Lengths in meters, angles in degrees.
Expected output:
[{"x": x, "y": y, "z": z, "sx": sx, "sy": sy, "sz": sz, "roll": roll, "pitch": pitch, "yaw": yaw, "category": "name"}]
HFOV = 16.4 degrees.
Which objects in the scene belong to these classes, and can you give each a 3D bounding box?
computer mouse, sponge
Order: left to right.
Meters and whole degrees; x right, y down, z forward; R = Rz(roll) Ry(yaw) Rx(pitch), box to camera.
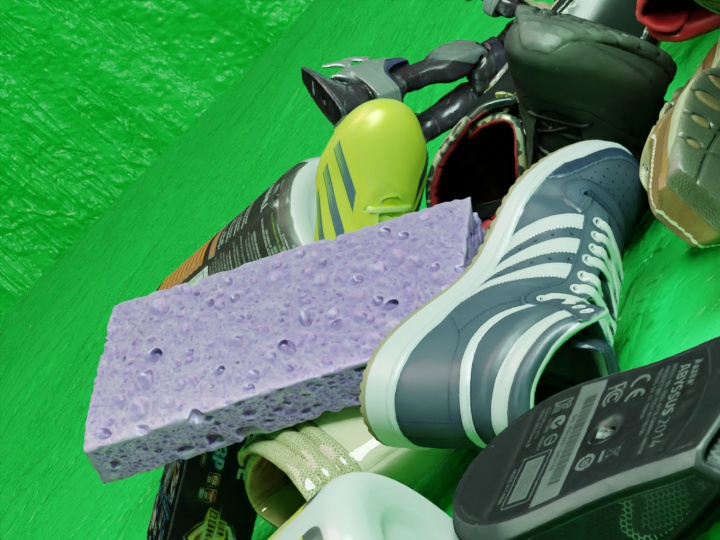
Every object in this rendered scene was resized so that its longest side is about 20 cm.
[{"x": -0.036, "y": 0.033, "z": 1.218, "sx": 0.200, "sy": 0.030, "sz": 0.112, "roll": -17, "pitch": 34, "yaw": 16, "category": "sponge"}, {"x": 0.119, "y": 0.076, "z": 0.931, "sx": 0.200, "sy": 0.053, "sz": 0.139, "roll": -22, "pitch": 27, "yaw": 44, "category": "computer mouse"}]

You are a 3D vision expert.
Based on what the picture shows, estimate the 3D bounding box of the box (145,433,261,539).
[{"x": -0.083, "y": 0.117, "z": 1.362, "sx": 0.200, "sy": 0.046, "sz": 0.159, "roll": -164, "pitch": 88, "yaw": -84, "category": "box"}]

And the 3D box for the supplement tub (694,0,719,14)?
[{"x": 0.181, "y": -0.204, "z": 1.195, "sx": 0.145, "sy": 0.145, "sz": 0.200, "roll": -45, "pitch": -20, "yaw": 13, "category": "supplement tub"}]

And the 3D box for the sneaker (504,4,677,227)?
[{"x": 0.115, "y": -0.065, "z": 1.232, "sx": 0.091, "sy": 0.076, "sz": 0.200, "roll": -66, "pitch": -28, "yaw": -9, "category": "sneaker"}]

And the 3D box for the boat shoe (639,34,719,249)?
[{"x": 0.168, "y": -0.055, "z": 1.152, "sx": 0.074, "sy": 0.076, "sz": 0.200, "roll": -48, "pitch": 1, "yaw": 31, "category": "boat shoe"}]

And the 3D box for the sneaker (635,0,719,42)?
[{"x": 0.162, "y": -0.201, "z": 1.433, "sx": 0.200, "sy": 0.078, "sz": 0.116, "roll": 19, "pitch": 58, "yaw": 38, "category": "sneaker"}]

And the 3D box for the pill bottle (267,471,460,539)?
[{"x": -0.035, "y": 0.181, "z": 0.977, "sx": 0.200, "sy": 0.112, "sz": 0.112, "roll": -44, "pitch": 11, "yaw": 17, "category": "pill bottle"}]

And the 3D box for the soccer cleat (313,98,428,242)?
[{"x": 0.001, "y": 0.000, "z": 1.376, "sx": 0.084, "sy": 0.065, "sz": 0.200, "roll": -111, "pitch": 31, "yaw": -52, "category": "soccer cleat"}]

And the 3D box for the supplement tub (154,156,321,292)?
[{"x": -0.056, "y": 0.025, "z": 1.596, "sx": 0.200, "sy": 0.123, "sz": 0.123, "roll": -39, "pitch": 13, "yaw": 40, "category": "supplement tub"}]

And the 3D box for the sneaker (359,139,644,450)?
[{"x": 0.098, "y": 0.014, "z": 1.115, "sx": 0.108, "sy": 0.070, "sz": 0.200, "roll": 4, "pitch": 40, "yaw": 45, "category": "sneaker"}]

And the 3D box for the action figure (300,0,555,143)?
[{"x": 0.069, "y": -0.123, "z": 1.544, "sx": 0.200, "sy": 0.130, "sz": 0.069, "roll": -24, "pitch": 34, "yaw": -19, "category": "action figure"}]

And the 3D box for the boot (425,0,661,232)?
[{"x": 0.109, "y": -0.097, "z": 1.441, "sx": 0.204, "sy": 0.073, "sz": 0.154, "roll": -53, "pitch": -3, "yaw": 8, "category": "boot"}]

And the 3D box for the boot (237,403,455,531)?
[{"x": 0.004, "y": 0.071, "z": 1.259, "sx": 0.155, "sy": 0.073, "sz": 0.200, "roll": -36, "pitch": 14, "yaw": -13, "category": "boot"}]
